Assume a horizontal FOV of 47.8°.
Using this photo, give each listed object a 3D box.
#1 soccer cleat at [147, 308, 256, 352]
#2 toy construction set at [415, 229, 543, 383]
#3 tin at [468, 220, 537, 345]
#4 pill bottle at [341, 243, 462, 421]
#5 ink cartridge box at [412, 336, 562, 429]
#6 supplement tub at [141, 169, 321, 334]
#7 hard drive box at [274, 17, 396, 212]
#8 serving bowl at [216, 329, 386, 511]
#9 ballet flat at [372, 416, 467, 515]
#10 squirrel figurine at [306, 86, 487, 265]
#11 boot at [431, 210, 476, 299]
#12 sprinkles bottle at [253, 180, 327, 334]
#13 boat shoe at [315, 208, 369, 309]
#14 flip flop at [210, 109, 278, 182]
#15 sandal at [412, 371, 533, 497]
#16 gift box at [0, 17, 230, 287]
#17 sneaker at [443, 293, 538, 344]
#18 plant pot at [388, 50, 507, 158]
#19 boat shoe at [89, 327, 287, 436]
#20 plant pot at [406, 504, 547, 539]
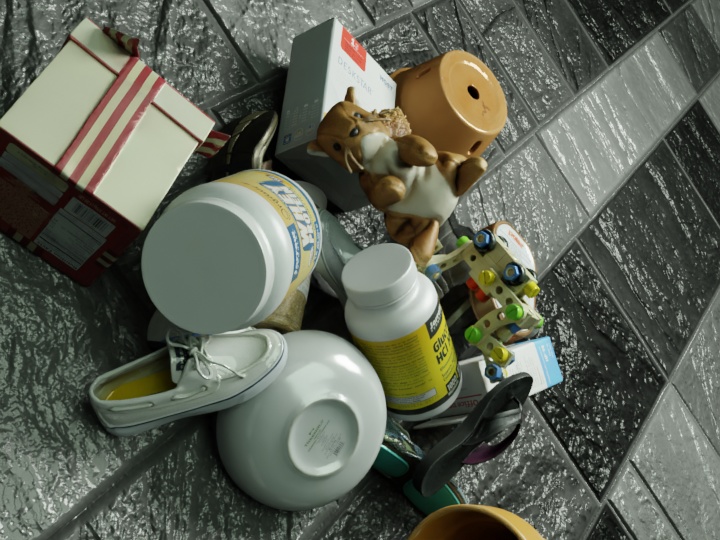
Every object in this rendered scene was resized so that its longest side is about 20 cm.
[{"bbox_3d":[-0.136,0.079,0.903,0.198,0.070,0.087,22,74,-28],"label":"soccer cleat"},{"bbox_3d":[0.146,0.027,1.010,0.200,0.131,0.092,48,19,21],"label":"toy construction set"},{"bbox_3d":[0.205,0.014,1.151,0.112,0.042,0.201,45,39,-28],"label":"tin"},{"bbox_3d":[0.047,0.073,0.960,0.113,0.111,0.202,-58,139,-40],"label":"pill bottle"},{"bbox_3d":[0.163,0.149,1.089,0.198,0.115,0.068,-12,84,-42],"label":"ink cartridge box"},{"bbox_3d":[-0.126,-0.022,0.829,0.145,0.144,0.200,54,15,-5],"label":"supplement tub"},{"bbox_3d":[-0.029,-0.208,1.102,0.155,0.076,0.202,35,49,-44],"label":"hard drive box"},{"bbox_3d":[-0.052,0.170,0.879,0.198,0.066,0.203,-5,101,-27],"label":"serving bowl"},{"bbox_3d":[0.064,0.236,1.008,0.200,0.074,0.075,43,49,-19],"label":"ballet flat"},{"bbox_3d":[0.026,-0.131,0.984,0.185,0.142,0.200,32,10,-15],"label":"squirrel figurine"},{"bbox_3d":[0.084,-0.031,1.131,0.070,0.131,0.200,61,-5,-36],"label":"boot"},{"bbox_3d":[-0.089,-0.011,0.993,0.068,0.068,0.202,27,56,-27],"label":"sprinkles bottle"},{"bbox_3d":[0.000,0.001,1.013,0.202,0.071,0.070,61,31,-32],"label":"boat shoe"},{"bbox_3d":[-0.141,-0.121,1.005,0.058,0.080,0.202,61,24,-50],"label":"flip flop"},{"bbox_3d":[0.147,0.202,0.968,0.200,0.048,0.076,-40,139,-20],"label":"sandal"},{"bbox_3d":[-0.259,-0.122,0.822,0.184,0.199,0.188,41,48,-23],"label":"gift box"},{"bbox_3d":[0.192,0.074,1.177,0.199,0.075,0.107,-28,85,-44],"label":"sneaker"},{"bbox_3d":[0.125,-0.236,1.225,0.198,0.140,0.203,18,58,-32],"label":"plant pot"},{"bbox_3d":[-0.171,0.093,0.804,0.199,0.087,0.075,-17,53,-7],"label":"boat shoe"},{"bbox_3d":[0.169,0.381,0.953,0.182,0.199,0.203,20,57,-49],"label":"plant pot"}]
